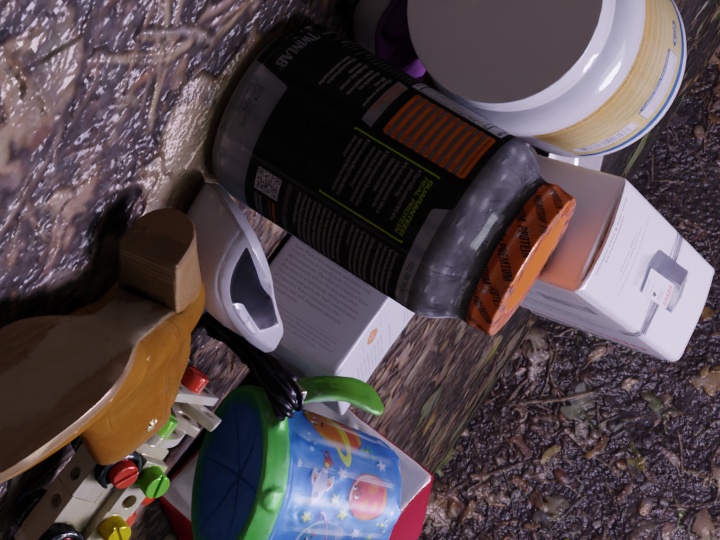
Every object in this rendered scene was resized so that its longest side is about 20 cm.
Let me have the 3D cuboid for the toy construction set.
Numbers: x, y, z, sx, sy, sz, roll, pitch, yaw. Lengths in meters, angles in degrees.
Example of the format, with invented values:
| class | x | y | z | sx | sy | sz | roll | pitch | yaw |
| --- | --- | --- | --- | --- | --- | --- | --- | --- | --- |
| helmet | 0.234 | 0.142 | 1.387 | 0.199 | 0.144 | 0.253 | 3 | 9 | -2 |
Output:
| class | x | y | z | sx | sy | sz | roll | pitch | yaw |
| --- | --- | --- | --- | --- | --- | --- | --- | --- | --- |
| toy construction set | -0.158 | 0.154 | 0.786 | 0.131 | 0.092 | 0.200 | 32 | 83 | -52 |

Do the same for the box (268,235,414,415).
| class | x | y | z | sx | sy | sz | roll | pitch | yaw |
| --- | --- | --- | --- | --- | --- | --- | --- | --- | --- |
| box | 0.000 | 0.000 | 0.979 | 0.200 | 0.097 | 0.124 | -53 | 166 | -15 |

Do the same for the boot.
| class | x | y | z | sx | sy | sz | roll | pitch | yaw |
| --- | --- | --- | --- | --- | --- | --- | --- | --- | --- |
| boot | -0.148 | 0.072 | 0.652 | 0.201 | 0.071 | 0.144 | -53 | 163 | -38 |

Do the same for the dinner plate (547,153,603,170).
| class | x | y | z | sx | sy | sz | roll | pitch | yaw |
| --- | --- | --- | --- | --- | --- | --- | --- | --- | --- |
| dinner plate | 0.189 | -0.108 | 1.019 | 0.200 | 0.024 | 0.201 | 12 | 90 | -71 |

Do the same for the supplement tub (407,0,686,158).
| class | x | y | z | sx | sy | sz | roll | pitch | yaw |
| --- | --- | --- | --- | --- | --- | --- | --- | --- | --- |
| supplement tub | 0.125 | -0.155 | 0.780 | 0.145 | 0.145 | 0.200 | -61 | 157 | 12 |

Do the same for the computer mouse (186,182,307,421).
| class | x | y | z | sx | sy | sz | roll | pitch | yaw |
| --- | --- | --- | --- | --- | --- | --- | --- | --- | --- |
| computer mouse | -0.086 | 0.020 | 0.780 | 0.044 | 0.110 | 0.200 | -30 | 146 | -14 |

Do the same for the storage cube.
| class | x | y | z | sx | sy | sz | roll | pitch | yaw |
| --- | --- | --- | --- | --- | --- | --- | --- | --- | --- |
| storage cube | -0.056 | 0.221 | 1.075 | 0.200 | 0.171 | 0.180 | -44 | 161 | -20 |

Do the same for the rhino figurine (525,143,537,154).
| class | x | y | z | sx | sy | sz | roll | pitch | yaw |
| --- | --- | --- | --- | --- | --- | --- | --- | --- | --- |
| rhino figurine | 0.047 | -0.083 | 0.880 | 0.200 | 0.060 | 0.088 | -3 | 143 | -28 |

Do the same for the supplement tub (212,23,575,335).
| class | x | y | z | sx | sy | sz | roll | pitch | yaw |
| --- | --- | --- | --- | --- | --- | --- | --- | --- | --- |
| supplement tub | 0.021 | -0.053 | 0.722 | 0.123 | 0.200 | 0.123 | -52 | 165 | -20 |

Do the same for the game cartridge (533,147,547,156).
| class | x | y | z | sx | sy | sz | roll | pitch | yaw |
| --- | --- | --- | --- | --- | --- | --- | --- | --- | --- |
| game cartridge | 0.157 | -0.168 | 1.008 | 0.133 | 0.041 | 0.200 | -61 | 161 | 4 |

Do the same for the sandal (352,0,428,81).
| class | x | y | z | sx | sy | sz | roll | pitch | yaw |
| --- | --- | --- | --- | --- | --- | --- | --- | --- | --- |
| sandal | 0.038 | -0.159 | 0.849 | 0.082 | 0.050 | 0.203 | -50 | 168 | 7 |

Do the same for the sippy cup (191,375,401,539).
| class | x | y | z | sx | sy | sz | roll | pitch | yaw |
| --- | --- | --- | --- | --- | --- | --- | --- | --- | --- |
| sippy cup | -0.044 | 0.166 | 0.908 | 0.178 | 0.130 | 0.140 | -33 | -133 | 53 |

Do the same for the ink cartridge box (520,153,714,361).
| class | x | y | z | sx | sy | sz | roll | pitch | yaw |
| --- | --- | --- | --- | --- | --- | --- | --- | --- | --- |
| ink cartridge box | 0.148 | -0.013 | 0.852 | 0.200 | 0.146 | 0.085 | 31 | 82 | -53 |
